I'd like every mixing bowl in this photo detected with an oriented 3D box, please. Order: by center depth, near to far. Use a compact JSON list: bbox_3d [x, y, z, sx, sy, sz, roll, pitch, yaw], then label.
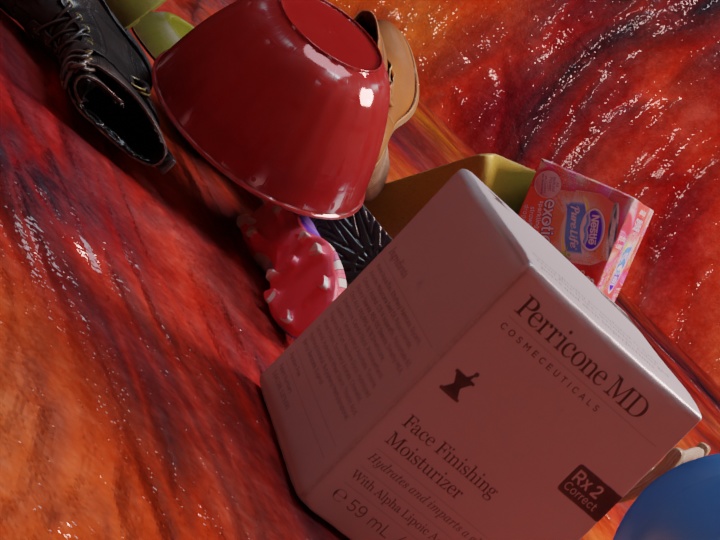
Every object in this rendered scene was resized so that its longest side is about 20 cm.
[{"bbox_3d":[-0.052,-0.147,1.574,0.199,0.109,0.201,30,26,-16],"label":"mixing bowl"}]

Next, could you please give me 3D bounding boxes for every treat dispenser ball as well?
[{"bbox_3d":[0.279,0.235,1.488,0.201,0.201,0.201,43,10,-9],"label":"treat dispenser ball"}]

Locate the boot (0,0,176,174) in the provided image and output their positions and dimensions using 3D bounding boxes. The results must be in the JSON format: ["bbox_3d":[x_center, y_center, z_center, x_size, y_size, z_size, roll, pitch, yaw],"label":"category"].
[{"bbox_3d":[-0.213,-0.170,1.526,0.200,0.069,0.174,43,9,-20],"label":"boot"}]

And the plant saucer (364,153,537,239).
[{"bbox_3d":[0.067,-0.048,1.880,0.200,0.199,0.049,13,62,-66],"label":"plant saucer"}]

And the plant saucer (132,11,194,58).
[{"bbox_3d":[-0.146,-0.194,2.020,0.200,0.031,0.200,43,9,-9],"label":"plant saucer"}]

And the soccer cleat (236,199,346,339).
[{"bbox_3d":[-0.040,0.006,1.540,0.076,0.067,0.200,44,6,-30],"label":"soccer cleat"}]

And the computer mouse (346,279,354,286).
[{"bbox_3d":[0.031,0.072,1.475,0.200,0.046,0.141,-85,150,-78],"label":"computer mouse"}]

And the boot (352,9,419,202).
[{"bbox_3d":[0.007,-0.178,1.770,0.155,0.073,0.201,80,13,-55],"label":"boot"}]

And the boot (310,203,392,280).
[{"bbox_3d":[0.000,-0.001,1.720,0.166,0.065,0.200,61,-7,-4],"label":"boot"}]

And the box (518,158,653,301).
[{"bbox_3d":[0.202,-0.033,1.867,0.094,0.103,0.200,24,3,12],"label":"box"}]

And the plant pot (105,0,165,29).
[{"bbox_3d":[-0.239,-0.293,1.668,0.190,0.199,0.200,54,6,-19],"label":"plant pot"}]

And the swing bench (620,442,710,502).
[{"bbox_3d":[0.203,0.133,1.840,0.200,0.130,0.199,53,11,14],"label":"swing bench"}]

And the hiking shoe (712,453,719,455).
[{"bbox_3d":[0.291,0.248,1.712,0.087,0.074,0.201,52,46,-33],"label":"hiking shoe"}]

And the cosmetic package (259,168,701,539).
[{"bbox_3d":[0.070,0.080,1.267,0.165,0.200,0.165,39,11,-24],"label":"cosmetic package"}]
